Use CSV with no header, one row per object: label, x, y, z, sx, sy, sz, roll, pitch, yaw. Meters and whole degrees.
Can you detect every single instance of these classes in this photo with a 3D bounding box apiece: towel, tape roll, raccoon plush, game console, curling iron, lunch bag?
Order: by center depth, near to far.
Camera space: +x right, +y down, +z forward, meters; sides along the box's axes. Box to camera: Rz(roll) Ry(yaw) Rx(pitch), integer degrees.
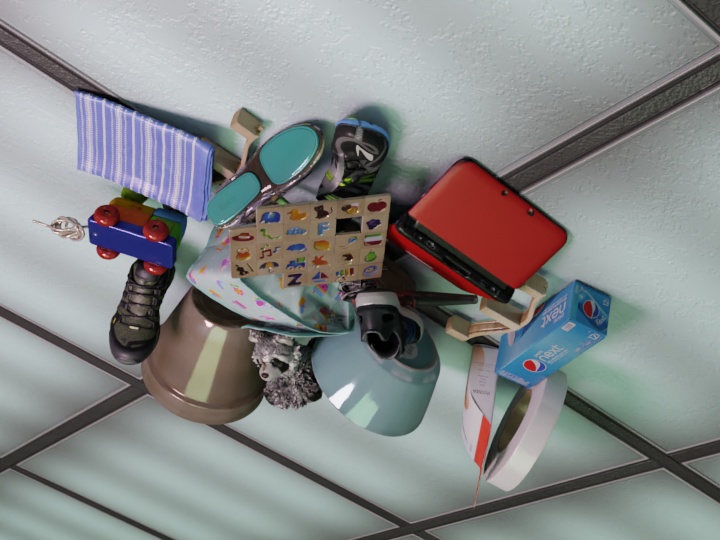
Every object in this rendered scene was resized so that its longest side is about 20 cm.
towel,-0.283,-0.146,1.510,0.200,0.024,0.145,22,141,6
game console,0.136,-0.055,1.523,0.200,0.119,0.172,34,173,-26
curling iron,0.066,0.036,1.580,0.200,0.026,0.050,7,156,-16
lunch bag,-0.116,0.026,1.617,0.200,0.122,0.170,41,159,-29
tape roll,0.246,0.233,1.734,0.037,0.203,0.203,27,146,-2
raccoon plush,-0.110,0.114,1.744,0.097,0.200,0.134,-11,117,10

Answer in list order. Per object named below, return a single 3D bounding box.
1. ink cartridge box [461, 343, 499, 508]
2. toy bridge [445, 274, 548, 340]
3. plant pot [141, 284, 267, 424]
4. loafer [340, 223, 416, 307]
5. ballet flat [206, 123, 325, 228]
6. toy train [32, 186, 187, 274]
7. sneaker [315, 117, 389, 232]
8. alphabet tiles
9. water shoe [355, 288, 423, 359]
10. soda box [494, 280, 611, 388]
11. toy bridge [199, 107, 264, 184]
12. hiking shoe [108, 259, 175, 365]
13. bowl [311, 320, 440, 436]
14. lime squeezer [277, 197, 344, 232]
ink cartridge box,0.174,0.238,1.772,0.050,0.200,0.162,11,146,7
toy bridge,0.201,0.059,1.643,0.067,0.027,0.200,28,146,-19
plant pot,-0.221,0.103,1.766,0.200,0.200,0.174,18,129,-5
loafer,0.000,0.000,1.610,0.200,0.067,0.076,35,142,-28
ballet flat,-0.112,-0.122,1.475,0.200,0.072,0.072,-35,125,26
toy train,-0.332,-0.081,1.588,0.200,0.116,0.085,17,139,5
sneaker,-0.012,-0.115,1.433,0.071,0.083,0.200,16,146,-2
alphabet tiles,-0.065,-0.032,1.462,0.200,0.008,0.167,-6,144,-9
water shoe,0.034,0.085,1.563,0.071,0.079,0.200,-3,161,19
soda box,0.270,0.094,1.643,0.064,0.068,0.200,25,145,-14
toy bridge,-0.185,-0.146,1.504,0.067,0.027,0.200,34,142,-28
hiking shoe,-0.320,0.038,1.670,0.076,0.200,0.101,8,145,1
bowl,0.040,0.133,1.707,0.201,0.201,0.105,28,125,-19
lime squeezer,-0.055,-0.068,1.529,0.200,0.071,0.038,25,146,-15
